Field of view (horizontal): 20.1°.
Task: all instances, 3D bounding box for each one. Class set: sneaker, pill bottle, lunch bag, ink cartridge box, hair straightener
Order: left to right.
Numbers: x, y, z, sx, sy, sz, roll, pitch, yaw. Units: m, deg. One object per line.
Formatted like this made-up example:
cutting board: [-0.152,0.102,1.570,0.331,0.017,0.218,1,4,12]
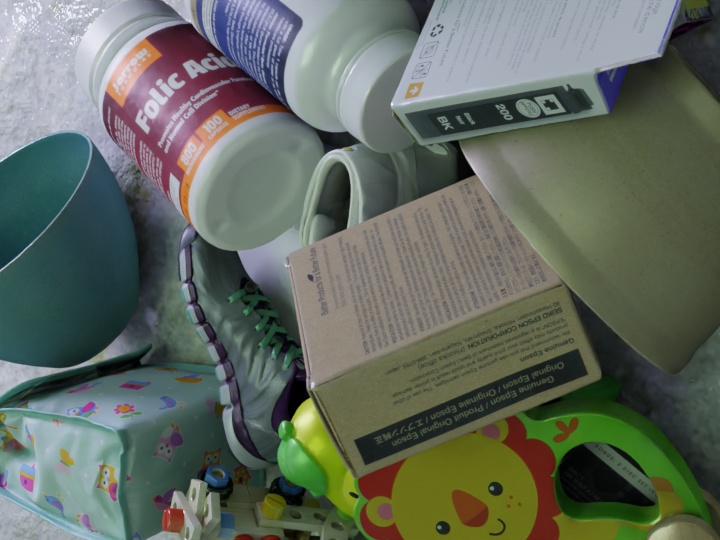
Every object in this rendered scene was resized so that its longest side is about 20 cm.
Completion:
lunch bag: [-0.203,0.135,1.645,0.199,0.170,0.123,11,109,39]
pill bottle: [-0.124,-0.115,1.517,0.200,0.114,0.115,45,128,37]
sneaker: [-0.072,0.050,1.543,0.087,0.074,0.201,-10,102,31]
pill bottle: [-0.028,-0.166,1.432,0.200,0.111,0.112,42,126,37]
sneaker: [0.000,0.000,1.455,0.073,0.115,0.201,17,113,39]
hair straightener: [0.049,-0.007,1.410,0.041,0.077,0.201,21,127,23]
ink cartridge box: [0.046,0.027,1.269,0.200,0.164,0.075,-104,-10,-65]
ink cartridge box: [0.131,-0.173,1.203,0.199,0.199,0.043,-7,140,43]

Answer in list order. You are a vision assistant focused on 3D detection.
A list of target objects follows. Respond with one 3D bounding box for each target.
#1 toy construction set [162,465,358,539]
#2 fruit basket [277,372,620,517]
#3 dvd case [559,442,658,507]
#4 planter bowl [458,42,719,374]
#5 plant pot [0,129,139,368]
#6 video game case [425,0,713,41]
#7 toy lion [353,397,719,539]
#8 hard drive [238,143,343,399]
toy construction set: [-0.070,0.206,1.536,0.092,0.199,0.131,-54,32,24]
fruit basket: [0.053,0.129,1.375,0.155,0.215,0.216,39,124,31]
dvd case: [0.148,0.206,1.342,0.149,0.016,0.200,39,114,-9]
planter bowl: [0.175,-0.055,1.237,0.135,0.200,0.201,-42,68,13]
plant pot: [-0.260,0.002,1.680,0.199,0.201,0.135,-7,133,45]
video game case: [0.120,-0.209,1.342,0.200,0.036,0.182,-24,82,45]
toy lion: [0.103,0.146,1.285,0.199,0.069,0.192,-32,98,20]
hard drive: [-0.048,-0.001,1.564,0.132,0.027,0.201,16,110,41]
